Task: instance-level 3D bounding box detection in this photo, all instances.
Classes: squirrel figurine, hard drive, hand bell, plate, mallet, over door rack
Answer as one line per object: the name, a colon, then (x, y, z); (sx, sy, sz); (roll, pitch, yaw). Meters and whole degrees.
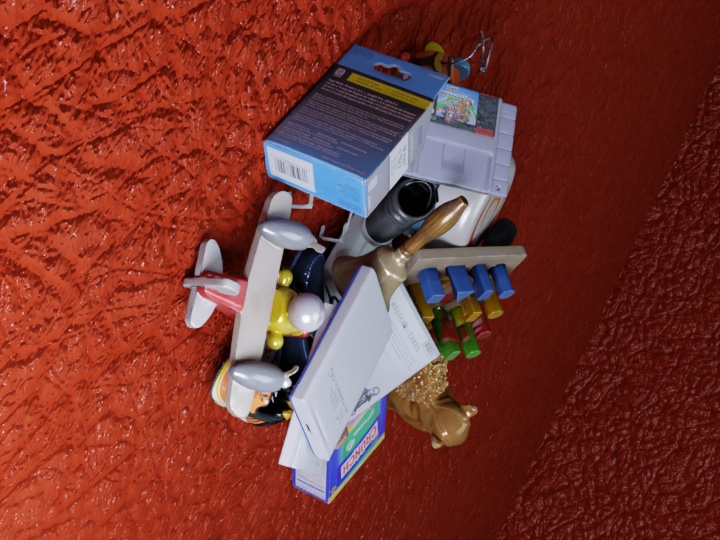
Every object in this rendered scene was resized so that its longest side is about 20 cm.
squirrel figurine: (0.099, 0.198, 1.840); (0.141, 0.187, 0.201); (-35, 139, -8)
hard drive: (-0.020, 0.113, 1.396); (0.201, 0.025, 0.133); (-62, 151, -32)
hard drive: (-0.047, 0.152, 1.436); (0.132, 0.026, 0.203); (42, 62, -70)
hand bell: (0.066, -0.031, 1.470); (0.199, 0.105, 0.104); (-40, 170, 28)
plate: (0.000, 0.000, 1.633); (0.201, 0.032, 0.201); (-60, 159, -29)
mallet: (0.178, 0.005, 1.777); (0.201, 0.041, 0.066); (-57, 175, 35)
over door rack: (-0.006, -0.139, 1.466); (0.202, 0.066, 0.148); (-63, 157, -9)

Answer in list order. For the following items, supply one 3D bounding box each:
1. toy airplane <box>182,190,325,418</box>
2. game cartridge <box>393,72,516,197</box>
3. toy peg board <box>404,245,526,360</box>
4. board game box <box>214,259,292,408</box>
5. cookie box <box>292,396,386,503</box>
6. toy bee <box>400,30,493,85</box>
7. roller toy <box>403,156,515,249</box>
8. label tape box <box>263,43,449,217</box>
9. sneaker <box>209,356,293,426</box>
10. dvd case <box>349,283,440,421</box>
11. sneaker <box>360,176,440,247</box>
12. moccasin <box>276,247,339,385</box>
toy airplane: (-0.109, 0.036, 1.300); (0.199, 0.139, 0.203); (-51, 141, -50)
game cartridge: (0.120, -0.176, 1.484); (0.198, 0.038, 0.132); (9, 91, -34)
toy peg board: (0.134, 0.058, 1.701); (0.197, 0.099, 0.199); (-4, 151, -31)
board game box: (-0.120, 0.093, 1.491); (0.202, 0.023, 0.105); (-64, 160, -6)
cookie box: (-0.030, 0.227, 1.750); (0.171, 0.074, 0.202); (-45, 149, -41)
toy bee: (0.102, -0.272, 1.570); (0.201, 0.107, 0.132); (108, -11, -46)
roller toy: (0.136, -0.121, 1.707); (0.202, 0.139, 0.182); (-63, 167, 12)
label tape box: (0.000, -0.169, 1.347); (0.201, 0.143, 0.064); (-51, 153, -33)
sneaker: (-0.112, 0.168, 1.430); (0.071, 0.089, 0.200); (-64, 155, -8)
dvd case: (0.001, 0.117, 1.594); (0.199, 0.025, 0.151); (-35, 118, -10)
sneaker: (0.085, -0.117, 1.541); (0.201, 0.071, 0.099); (-52, -166, -32)
moccasin: (-0.060, 0.064, 1.479); (0.080, 0.067, 0.202); (-40, 144, -48)
